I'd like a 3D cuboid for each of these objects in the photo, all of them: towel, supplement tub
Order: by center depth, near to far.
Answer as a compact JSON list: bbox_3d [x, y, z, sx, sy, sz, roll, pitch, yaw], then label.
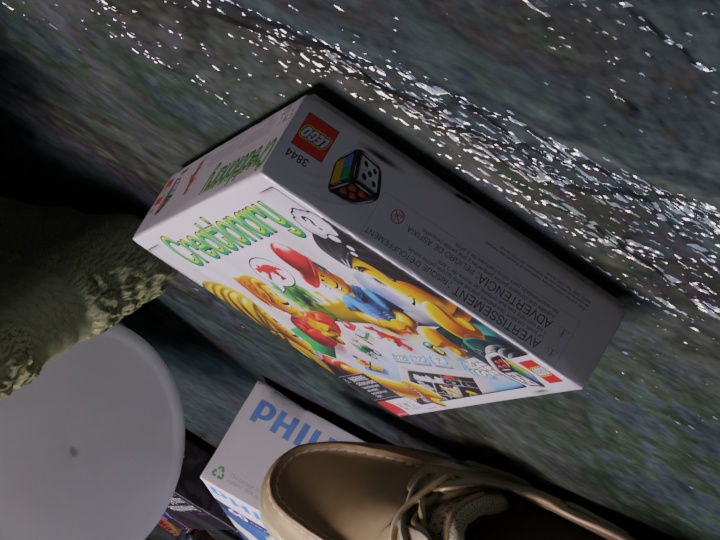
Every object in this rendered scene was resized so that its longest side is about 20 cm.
[{"bbox_3d":[-0.178,0.016,1.196,0.200,0.148,0.037,11,131,55],"label":"towel"},{"bbox_3d":[-0.190,0.070,1.362,0.145,0.145,0.200,40,164,-34],"label":"supplement tub"}]

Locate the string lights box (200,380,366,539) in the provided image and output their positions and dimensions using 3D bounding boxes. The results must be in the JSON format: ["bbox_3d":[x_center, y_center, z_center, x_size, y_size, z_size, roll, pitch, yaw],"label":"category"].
[{"bbox_3d":[-0.006,0.131,1.399,0.102,0.059,0.200,28,166,18],"label":"string lights box"}]

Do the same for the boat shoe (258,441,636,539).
[{"bbox_3d":[0.044,0.113,1.213,0.199,0.072,0.065,19,159,21],"label":"boat shoe"}]

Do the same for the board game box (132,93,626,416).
[{"bbox_3d":[0.000,0.000,0.966,0.126,0.035,0.200,34,166,-10],"label":"board game box"}]

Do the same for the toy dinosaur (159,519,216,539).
[{"bbox_3d":[-0.042,0.217,1.839,0.181,0.105,0.200,22,-153,-17],"label":"toy dinosaur"}]

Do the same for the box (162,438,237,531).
[{"bbox_3d":[-0.162,0.089,1.641,0.200,0.036,0.143,35,167,-12],"label":"box"}]
